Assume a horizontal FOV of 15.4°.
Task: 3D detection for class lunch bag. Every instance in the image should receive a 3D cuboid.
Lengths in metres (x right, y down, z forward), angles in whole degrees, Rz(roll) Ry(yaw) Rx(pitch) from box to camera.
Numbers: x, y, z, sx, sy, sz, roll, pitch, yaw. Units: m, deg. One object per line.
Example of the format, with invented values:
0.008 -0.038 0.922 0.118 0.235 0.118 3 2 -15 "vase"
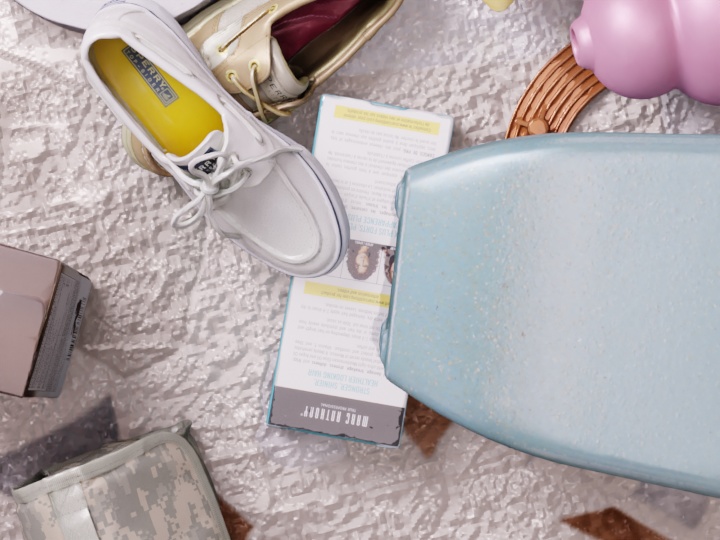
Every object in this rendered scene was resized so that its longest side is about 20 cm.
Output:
-0.125 0.180 1.528 0.117 0.200 0.165 -18 91 1 "lunch bag"

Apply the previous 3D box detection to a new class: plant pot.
0.114 0.011 1.505 0.199 0.196 0.197 6 93 -1 "plant pot"

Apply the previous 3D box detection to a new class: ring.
0.184 -0.055 1.611 0.199 0.019 0.201 0 92 1 "ring"

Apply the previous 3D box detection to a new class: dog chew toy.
0.221 -0.151 1.551 0.199 0.125 0.125 -13 92 -4 "dog chew toy"

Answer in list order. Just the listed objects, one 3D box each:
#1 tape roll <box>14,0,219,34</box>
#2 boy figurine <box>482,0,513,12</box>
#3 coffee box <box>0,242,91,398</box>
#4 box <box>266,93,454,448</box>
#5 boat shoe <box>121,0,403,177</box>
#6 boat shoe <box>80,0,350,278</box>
-0.146 -0.240 1.582 0.199 0.066 0.201 0 92 -1 "tape roll"
0.143 -0.209 1.534 0.199 0.124 0.065 -25 117 12 "boy figurine"
-0.224 0.022 1.521 0.113 0.200 0.080 15 87 0 "coffee box"
0.000 0.000 1.597 0.082 0.049 0.201 10 92 -1 "box"
-0.056 -0.126 1.573 0.200 0.066 0.074 -45 131 1 "boat shoe"
-0.085 -0.066 1.515 0.074 0.086 0.202 -35 102 20 "boat shoe"
